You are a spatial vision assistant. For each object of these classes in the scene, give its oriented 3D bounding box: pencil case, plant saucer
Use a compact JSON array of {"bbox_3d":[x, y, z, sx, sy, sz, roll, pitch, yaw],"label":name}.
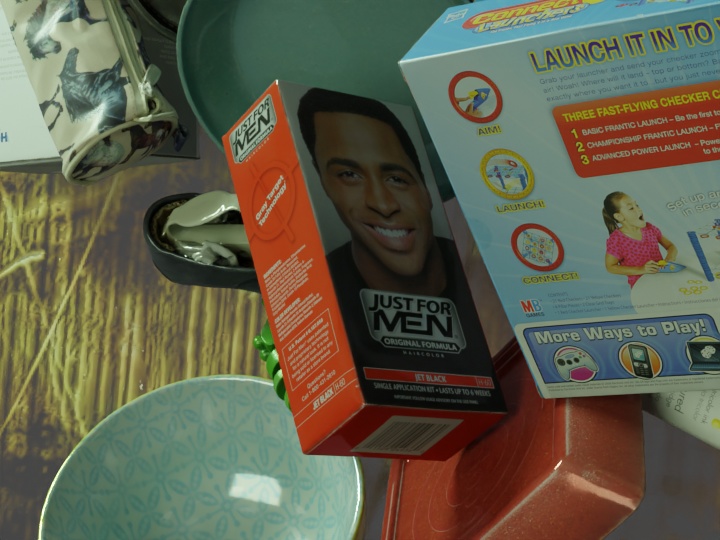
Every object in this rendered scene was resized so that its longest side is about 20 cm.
[{"bbox_3d":[-0.174,-0.159,1.146,0.089,0.078,0.201,-28,76,31],"label":"pencil case"},{"bbox_3d":[0.070,0.110,0.987,0.037,0.200,0.200,34,120,-14],"label":"plant saucer"},{"bbox_3d":[-0.007,-0.119,1.074,0.199,0.036,0.201,9,133,10],"label":"plant saucer"}]

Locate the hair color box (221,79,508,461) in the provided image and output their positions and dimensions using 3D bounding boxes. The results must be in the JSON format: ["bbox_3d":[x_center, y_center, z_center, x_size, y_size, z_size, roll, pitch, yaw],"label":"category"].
[{"bbox_3d":[0.000,0.000,1.002,0.061,0.101,0.201,-42,54,40],"label":"hair color box"}]

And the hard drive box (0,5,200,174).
[{"bbox_3d":[-0.191,-0.171,1.255,0.155,0.077,0.201,-1,89,38],"label":"hard drive box"}]

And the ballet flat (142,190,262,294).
[{"bbox_3d":[-0.047,-0.019,1.106,0.199,0.073,0.073,4,92,28],"label":"ballet flat"}]

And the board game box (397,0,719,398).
[{"bbox_3d":[0.144,-0.039,0.848,0.199,0.056,0.196,-5,121,36],"label":"board game box"}]

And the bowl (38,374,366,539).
[{"bbox_3d":[-0.088,0.174,1.136,0.200,0.200,0.108,34,153,33],"label":"bowl"}]

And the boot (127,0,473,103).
[{"bbox_3d":[-0.037,-0.180,1.103,0.174,0.069,0.200,-32,111,37],"label":"boot"}]

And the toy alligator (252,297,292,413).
[{"bbox_3d":[-0.038,0.049,1.130,0.054,0.059,0.200,-36,49,-9],"label":"toy alligator"}]

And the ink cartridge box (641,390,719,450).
[{"bbox_3d":[0.247,0.053,0.909,0.200,0.067,0.117,26,106,35],"label":"ink cartridge box"}]

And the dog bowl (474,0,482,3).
[{"bbox_3d":[0.105,-0.135,0.974,0.111,0.050,0.201,-5,124,37],"label":"dog bowl"}]
